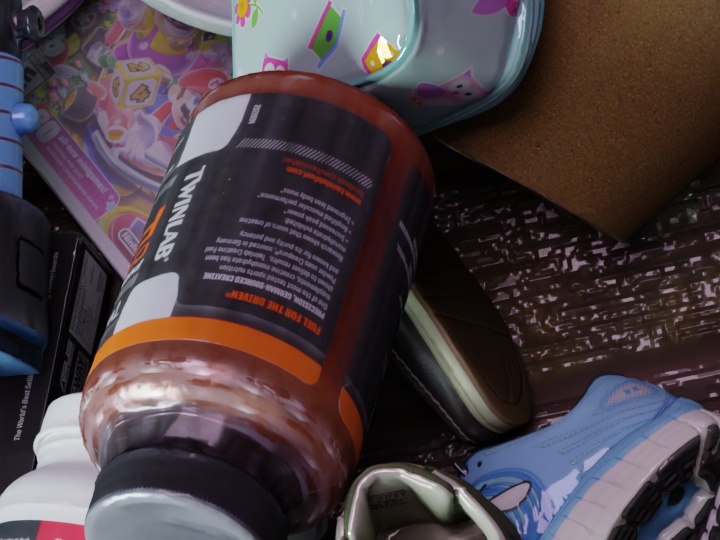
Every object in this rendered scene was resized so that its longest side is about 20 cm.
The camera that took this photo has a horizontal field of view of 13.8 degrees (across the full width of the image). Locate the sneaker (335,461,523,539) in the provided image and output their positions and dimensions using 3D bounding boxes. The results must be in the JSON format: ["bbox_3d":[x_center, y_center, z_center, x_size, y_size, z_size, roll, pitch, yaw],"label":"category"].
[{"bbox_3d":[0.025,0.101,1.092,0.067,0.090,0.200,-29,26,-1],"label":"sneaker"}]

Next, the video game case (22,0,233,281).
[{"bbox_3d":[-0.060,-0.095,1.351,0.200,0.018,0.143,-39,62,-3],"label":"video game case"}]

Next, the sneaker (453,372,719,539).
[{"bbox_3d":[0.062,0.120,1.203,0.200,0.078,0.090,-41,44,-8],"label":"sneaker"}]

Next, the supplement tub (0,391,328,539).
[{"bbox_3d":[-0.095,0.164,1.178,0.140,0.140,0.201,8,69,19],"label":"supplement tub"}]

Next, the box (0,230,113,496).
[{"bbox_3d":[-0.204,0.079,1.298,0.157,0.050,0.201,4,69,17],"label":"box"}]

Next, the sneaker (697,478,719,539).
[{"bbox_3d":[0.183,0.075,1.137,0.081,0.075,0.200,26,39,10],"label":"sneaker"}]

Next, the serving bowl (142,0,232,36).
[{"bbox_3d":[-0.048,-0.192,1.320,0.199,0.066,0.201,3,77,-13],"label":"serving bowl"}]

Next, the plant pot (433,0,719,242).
[{"bbox_3d":[0.118,-0.121,1.238,0.186,0.186,0.201,30,93,25],"label":"plant pot"}]

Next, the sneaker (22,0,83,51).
[{"bbox_3d":[-0.151,-0.170,1.362,0.100,0.075,0.200,46,72,-14],"label":"sneaker"}]

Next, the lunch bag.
[{"bbox_3d":[0.007,-0.154,1.209,0.160,0.077,0.201,-23,63,56],"label":"lunch bag"}]

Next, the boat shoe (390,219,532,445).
[{"bbox_3d":[0.000,0.000,1.269,0.065,0.073,0.200,-42,66,18],"label":"boat shoe"}]

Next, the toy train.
[{"bbox_3d":[-0.190,-0.045,1.264,0.114,0.087,0.201,-3,76,12],"label":"toy train"}]

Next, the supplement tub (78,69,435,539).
[{"bbox_3d":[-0.042,0.027,1.113,0.106,0.107,0.200,3,48,17],"label":"supplement tub"}]
